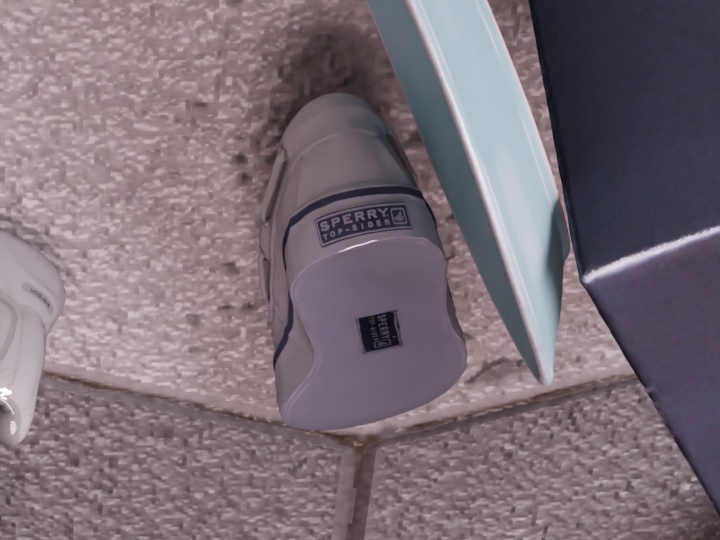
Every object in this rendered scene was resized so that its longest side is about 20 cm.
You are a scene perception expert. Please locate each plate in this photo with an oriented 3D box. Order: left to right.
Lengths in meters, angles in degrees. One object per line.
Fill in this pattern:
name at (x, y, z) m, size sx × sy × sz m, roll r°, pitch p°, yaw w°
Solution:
plate at (0.025, -0.063, 0.780) m, size 0.025 × 0.201 × 0.201 m, roll -22°, pitch 137°, yaw -1°

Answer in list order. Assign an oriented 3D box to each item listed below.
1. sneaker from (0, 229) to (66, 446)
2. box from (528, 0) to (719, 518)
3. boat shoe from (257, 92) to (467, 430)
sneaker at (-0.193, 0.060, 0.963) m, size 0.199 × 0.081 × 0.075 m, roll -30°, pitch 135°, yaw 24°
box at (0.140, -0.029, 0.830) m, size 0.117 × 0.197 × 0.200 m, roll -20°, pitch 136°, yaw 14°
boat shoe at (0.000, 0.000, 0.938) m, size 0.073 × 0.066 × 0.200 m, roll -10°, pitch 158°, yaw -9°
